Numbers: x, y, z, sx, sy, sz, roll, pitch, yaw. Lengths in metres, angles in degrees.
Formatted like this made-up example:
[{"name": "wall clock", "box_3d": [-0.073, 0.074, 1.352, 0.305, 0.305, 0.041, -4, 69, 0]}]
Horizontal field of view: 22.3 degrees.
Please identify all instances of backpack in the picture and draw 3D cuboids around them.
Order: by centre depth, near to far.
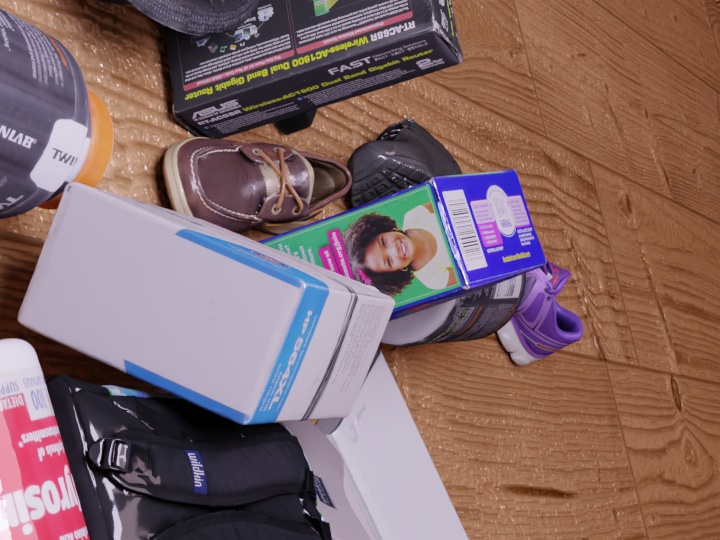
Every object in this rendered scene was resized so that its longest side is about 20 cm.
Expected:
[{"name": "backpack", "box_3d": [-0.099, 0.142, 0.993, 0.199, 0.153, 0.165, -5, 72, -45]}]

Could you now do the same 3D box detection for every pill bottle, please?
[{"name": "pill bottle", "box_3d": [-0.176, 0.141, 0.834, 0.112, 0.111, 0.202, -11, 84, -66]}, {"name": "pill bottle", "box_3d": [-0.209, -0.088, 0.929, 0.200, 0.105, 0.107, 23, 53, -59]}, {"name": "pill bottle", "box_3d": [0.067, 0.004, 1.453, 0.200, 0.105, 0.107, 2, 72, -65]}]

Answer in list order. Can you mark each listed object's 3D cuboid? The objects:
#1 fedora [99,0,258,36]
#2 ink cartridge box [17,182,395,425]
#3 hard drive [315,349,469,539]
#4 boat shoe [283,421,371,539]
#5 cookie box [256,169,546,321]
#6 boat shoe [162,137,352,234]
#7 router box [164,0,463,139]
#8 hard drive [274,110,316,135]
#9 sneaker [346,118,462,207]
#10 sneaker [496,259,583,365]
[{"name": "fedora", "box_3d": [-0.147, -0.226, 1.173, 0.200, 0.091, 0.202, 31, 51, -46]}, {"name": "ink cartridge box", "box_3d": [-0.079, 0.022, 1.030, 0.085, 0.145, 0.200, -68, 164, 1]}, {"name": "hard drive", "box_3d": [0.030, 0.177, 1.369, 0.201, 0.026, 0.132, 65, 24, -17]}, {"name": "boat shoe", "box_3d": [-0.054, 0.161, 1.156, 0.074, 0.093, 0.200, 30, 14, -22]}, {"name": "cookie box", "box_3d": [0.000, 0.000, 1.211, 0.171, 0.199, 0.076, -12, 83, -67]}, {"name": "boat shoe", "box_3d": [-0.066, -0.062, 1.268, 0.200, 0.071, 0.073, 7, 67, -65]}, {"name": "router box", "box_3d": [-0.039, -0.191, 1.254, 0.062, 0.198, 0.151, 36, 42, -63]}, {"name": "hard drive", "box_3d": [-0.062, -0.219, 1.433, 0.140, 0.033, 0.201, 58, 27, -30]}, {"name": "sneaker", "box_3d": [0.033, -0.084, 1.520, 0.091, 0.075, 0.200, 68, 16, 17]}, {"name": "sneaker", "box_3d": [0.143, -0.001, 1.670, 0.200, 0.083, 0.081, 52, 30, -36]}]
